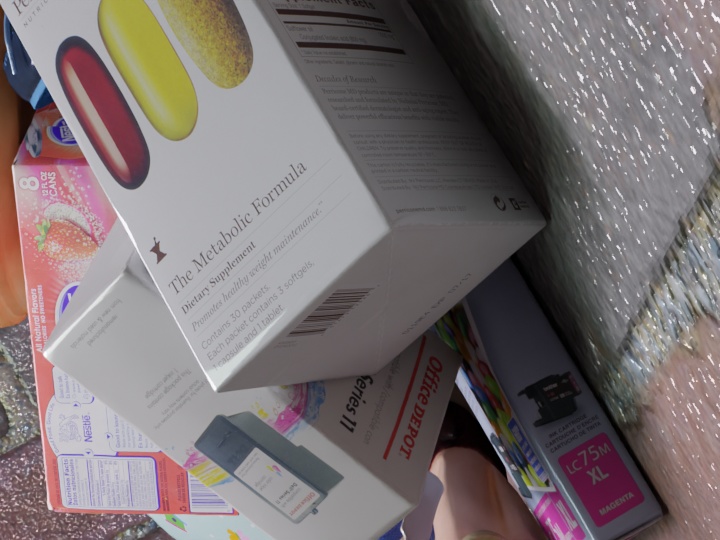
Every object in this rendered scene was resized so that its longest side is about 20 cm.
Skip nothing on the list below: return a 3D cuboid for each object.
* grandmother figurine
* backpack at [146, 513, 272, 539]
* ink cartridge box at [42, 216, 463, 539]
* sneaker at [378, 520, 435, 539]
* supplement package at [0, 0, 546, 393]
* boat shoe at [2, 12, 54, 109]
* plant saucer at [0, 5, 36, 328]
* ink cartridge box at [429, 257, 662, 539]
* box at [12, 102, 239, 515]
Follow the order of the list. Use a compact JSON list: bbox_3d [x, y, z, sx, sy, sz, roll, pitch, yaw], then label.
[{"bbox_3d":[0.059,0.110,1.142,0.200,0.060,0.121,-101,-14,-59],"label":"grandmother figurine"},{"bbox_3d":[-0.040,0.119,1.433,0.200,0.154,0.176,33,146,-19],"label":"backpack"},{"bbox_3d":[-0.027,0.049,0.966,0.200,0.067,0.117,40,-148,-13],"label":"ink cartridge box"},{"bbox_3d":[0.016,0.156,1.164,0.200,0.075,0.088,45,164,2],"label":"sneaker"},{"bbox_3d":[-0.039,-0.066,0.907,0.109,0.114,0.200,-2,-124,-54],"label":"supplement package"},{"bbox_3d":[-0.121,-0.158,0.995,0.069,0.084,0.200,38,130,6],"label":"boat shoe"},{"bbox_3d":[-0.178,-0.071,1.147,0.200,0.037,0.201,-3,-90,-87],"label":"plant saucer"},{"bbox_3d":[0.067,0.042,1.033,0.200,0.042,0.119,62,173,11],"label":"ink cartridge box"},{"bbox_3d":[-0.109,0.015,1.113,0.095,0.102,0.200,-83,-8,-61],"label":"box"}]
